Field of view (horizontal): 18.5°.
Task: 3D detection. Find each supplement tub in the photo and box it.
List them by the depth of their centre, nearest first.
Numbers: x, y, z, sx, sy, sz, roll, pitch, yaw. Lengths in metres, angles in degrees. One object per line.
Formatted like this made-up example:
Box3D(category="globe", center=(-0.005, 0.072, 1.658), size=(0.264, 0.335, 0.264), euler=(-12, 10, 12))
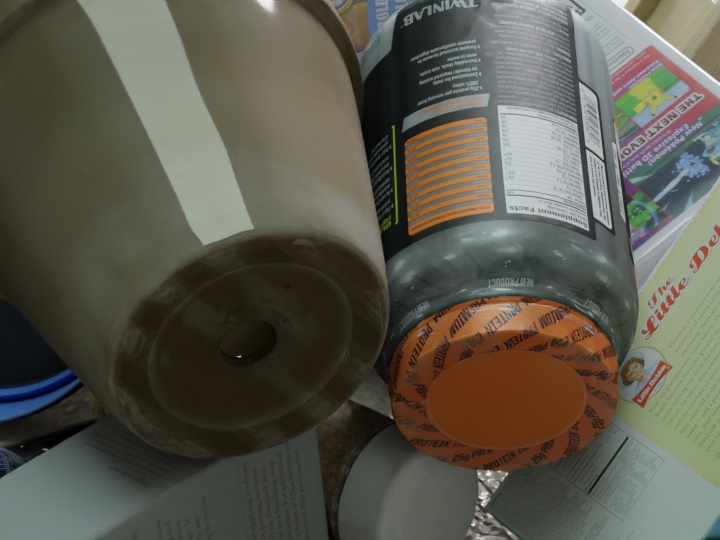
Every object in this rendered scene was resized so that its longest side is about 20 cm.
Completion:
Box3D(category="supplement tub", center=(0.058, -0.020, 0.980), size=(0.122, 0.123, 0.201), euler=(-3, 49, 3))

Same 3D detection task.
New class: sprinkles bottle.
Box3D(category="sprinkles bottle", center=(-0.039, 0.080, 1.030), size=(0.199, 0.069, 0.068), euler=(21, 37, 40))

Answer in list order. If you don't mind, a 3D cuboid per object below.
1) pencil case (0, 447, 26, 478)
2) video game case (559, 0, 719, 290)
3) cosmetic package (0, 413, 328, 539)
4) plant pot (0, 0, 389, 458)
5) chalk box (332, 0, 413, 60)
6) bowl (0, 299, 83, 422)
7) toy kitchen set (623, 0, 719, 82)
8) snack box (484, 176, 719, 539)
Box3D(category="pencil case", center=(-0.241, 0.098, 1.009), size=(0.199, 0.084, 0.090), euler=(16, 11, 36))
Box3D(category="video game case", center=(0.083, -0.044, 1.089), size=(0.200, 0.023, 0.182), euler=(-37, 49, -8))
Box3D(category="cosmetic package", center=(-0.105, 0.128, 0.913), size=(0.071, 0.102, 0.200), euler=(18, 34, 39))
Box3D(category="plant pot", center=(-0.072, -0.021, 0.914), size=(0.199, 0.201, 0.174), euler=(-13, 43, -16))
Box3D(category="chalk box", center=(-0.012, -0.168, 1.207), size=(0.199, 0.125, 0.125), euler=(-10, 29, -5))
Box3D(category="bowl", center=(-0.191, -0.023, 1.129), size=(0.199, 0.202, 0.039), euler=(5, 2, 17))
Box3D(category="toy kitchen set", center=(0.192, -0.070, 1.279), size=(0.199, 0.181, 0.163), euler=(27, 15, -32))
Box3D(category="snack box", center=(0.151, 0.053, 0.953), size=(0.200, 0.037, 0.116), euler=(-54, 39, 0))
